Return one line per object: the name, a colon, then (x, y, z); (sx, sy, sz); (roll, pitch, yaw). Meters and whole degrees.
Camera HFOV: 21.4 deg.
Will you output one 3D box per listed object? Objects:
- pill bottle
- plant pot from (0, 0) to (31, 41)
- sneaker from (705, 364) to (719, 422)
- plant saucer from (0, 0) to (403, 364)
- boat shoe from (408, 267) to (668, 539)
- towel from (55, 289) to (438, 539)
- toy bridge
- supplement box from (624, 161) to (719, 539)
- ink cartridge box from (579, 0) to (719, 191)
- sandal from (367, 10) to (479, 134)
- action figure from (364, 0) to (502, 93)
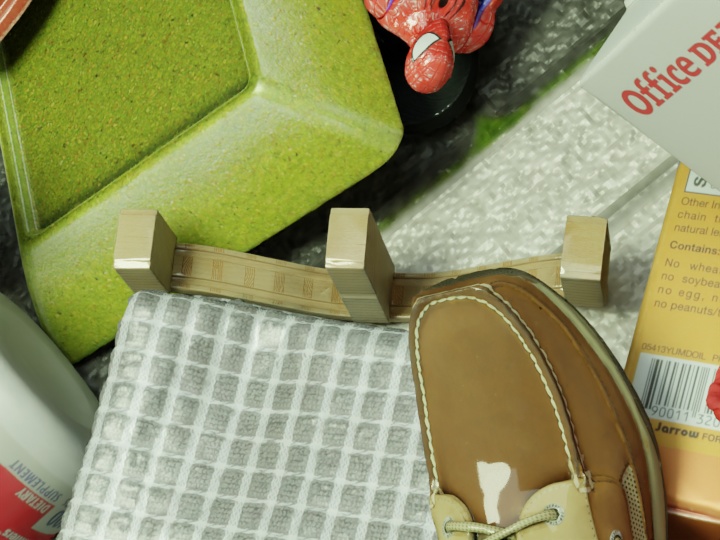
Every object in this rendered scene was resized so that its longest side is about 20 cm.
pill bottle: (-0.204, 0.103, 0.778); (0.200, 0.112, 0.112); (-41, 59, 3)
plant pot: (-0.253, -0.194, 0.840); (0.200, 0.195, 0.202); (-28, 44, 31)
sneaker: (0.153, 0.051, 0.604); (0.084, 0.201, 0.077); (9, 43, 26)
plant saucer: (-0.093, -0.093, 0.820); (0.199, 0.048, 0.201); (-31, 59, 27)
boat shoe: (0.063, 0.100, 0.631); (0.075, 0.074, 0.202); (-15, 101, 31)
towel: (-0.031, 0.107, 0.718); (0.164, 0.086, 0.202); (5, 71, 24)
toy bridge: (0.000, 0.000, 0.757); (0.198, 0.067, 0.027); (1, 69, 12)
supplement box: (0.146, 0.001, 0.697); (0.068, 0.067, 0.202); (11, 73, 29)
ink cartridge box: (0.202, -0.075, 0.600); (0.199, 0.147, 0.147); (36, 74, -3)
sandal: (-0.011, -0.143, 0.835); (0.075, 0.048, 0.202); (-29, 61, 10)
action figure: (0.048, -0.168, 0.778); (0.099, 0.065, 0.202); (-40, 37, 56)
